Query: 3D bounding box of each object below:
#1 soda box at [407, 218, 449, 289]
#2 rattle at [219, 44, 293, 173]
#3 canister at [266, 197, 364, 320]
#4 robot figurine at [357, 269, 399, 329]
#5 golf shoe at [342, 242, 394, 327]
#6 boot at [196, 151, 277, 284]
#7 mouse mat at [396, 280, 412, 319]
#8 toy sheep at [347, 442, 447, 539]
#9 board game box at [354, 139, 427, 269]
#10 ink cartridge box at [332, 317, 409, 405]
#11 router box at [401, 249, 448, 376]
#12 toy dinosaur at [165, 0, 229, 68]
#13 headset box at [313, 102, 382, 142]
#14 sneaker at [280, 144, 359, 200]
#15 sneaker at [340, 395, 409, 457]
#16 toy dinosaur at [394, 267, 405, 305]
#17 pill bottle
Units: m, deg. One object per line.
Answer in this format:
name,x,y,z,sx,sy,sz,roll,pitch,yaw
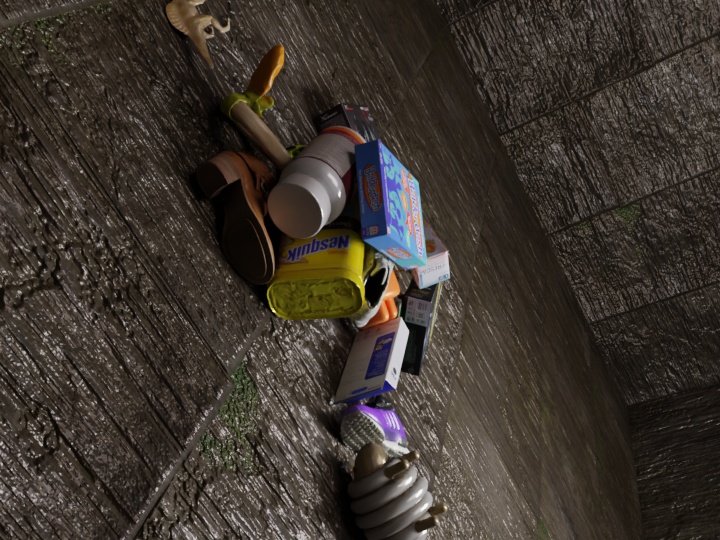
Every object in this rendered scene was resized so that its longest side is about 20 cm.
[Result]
soda box,0.097,-0.056,1.385,0.201,0.063,0.069,-119,-167,-49
rattle,-0.123,-0.232,1.202,0.200,0.130,0.143,44,70,-15
canister,-0.063,-0.025,1.179,0.202,0.146,0.087,-86,168,-48
robot figurine,0.000,0.000,1.323,0.142,0.116,0.203,-17,85,-26
golf shoe,0.031,-0.007,1.222,0.077,0.097,0.203,23,68,-18
boot,-0.164,-0.088,1.126,0.202,0.076,0.155,59,21,-4
mouse mat,0.085,0.094,1.441,0.200,0.007,0.163,-55,157,-64
toy sheep,0.052,0.357,1.125,0.202,0.137,0.137,63,24,9
board game box,0.052,-0.100,1.189,0.200,0.044,0.155,30,52,-65
ink cartridge box,0.021,0.163,1.256,0.040,0.098,0.201,59,27,-21
router box,0.119,0.077,1.435,0.158,0.051,0.202,-65,164,-48
toy dinosaur,-0.265,-0.395,1.190,0.101,0.058,0.202,-19,79,-51
headset box,-0.003,-0.242,1.559,0.148,0.076,0.203,-20,87,-65
sneaker,-0.067,-0.146,1.303,0.199,0.074,0.084,37,-17,16
sneaker,0.020,0.249,1.229,0.200,0.069,0.101,52,27,-49
toy dinosaur,0.044,0.032,1.485,0.106,0.060,0.201,49,37,-13
pill bottle,-0.061,-0.138,1.147,0.110,0.108,0.201,59,35,-20
